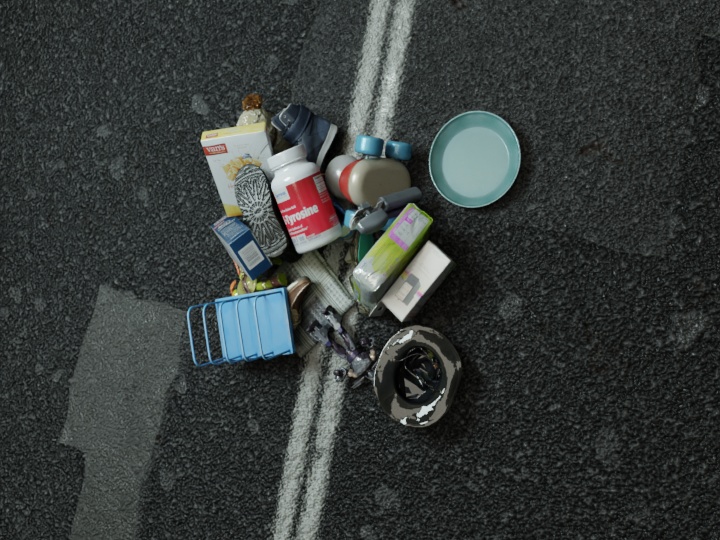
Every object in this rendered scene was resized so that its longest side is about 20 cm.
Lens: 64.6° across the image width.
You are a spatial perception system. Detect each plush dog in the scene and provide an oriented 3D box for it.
[{"bbox_3d":[-0.226,-0.302,1.313,0.154,0.171,0.209,3,86,18],"label":"plush dog"}]

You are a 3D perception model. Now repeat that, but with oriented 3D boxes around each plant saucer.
[{"bbox_3d":[0.244,-0.235,1.220,0.192,0.036,0.209,-2,85,18],"label":"plant saucer"}]

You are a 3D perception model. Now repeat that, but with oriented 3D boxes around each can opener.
[{"bbox_3d":[0.060,-0.115,1.161,0.067,0.196,0.054,49,140,24],"label":"can opener"}]

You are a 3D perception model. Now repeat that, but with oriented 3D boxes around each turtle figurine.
[{"bbox_3d":[-0.251,0.024,1.326,0.158,0.064,0.205,-31,55,23],"label":"turtle figurine"}]

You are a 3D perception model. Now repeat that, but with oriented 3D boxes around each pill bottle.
[{"bbox_3d":[-0.120,-0.150,1.191,0.109,0.112,0.206,-19,100,15],"label":"pill bottle"}]

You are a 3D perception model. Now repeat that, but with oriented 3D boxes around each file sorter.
[{"bbox_3d":[-0.260,0.126,1.229,0.193,0.122,0.145,-9,89,26],"label":"file sorter"}]

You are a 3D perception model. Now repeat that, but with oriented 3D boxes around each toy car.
[{"bbox_3d":[-0.004,-0.201,1.262,0.197,0.173,0.192,22,108,46],"label":"toy car"}]

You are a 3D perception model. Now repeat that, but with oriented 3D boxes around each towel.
[{"bbox_3d":[-0.133,0.065,1.332,0.193,0.034,0.201,-45,76,13],"label":"towel"}]

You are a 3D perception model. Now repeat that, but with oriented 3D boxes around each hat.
[{"bbox_3d":[0.121,0.222,1.204,0.192,0.081,0.209,-2,81,11],"label":"hat"}]

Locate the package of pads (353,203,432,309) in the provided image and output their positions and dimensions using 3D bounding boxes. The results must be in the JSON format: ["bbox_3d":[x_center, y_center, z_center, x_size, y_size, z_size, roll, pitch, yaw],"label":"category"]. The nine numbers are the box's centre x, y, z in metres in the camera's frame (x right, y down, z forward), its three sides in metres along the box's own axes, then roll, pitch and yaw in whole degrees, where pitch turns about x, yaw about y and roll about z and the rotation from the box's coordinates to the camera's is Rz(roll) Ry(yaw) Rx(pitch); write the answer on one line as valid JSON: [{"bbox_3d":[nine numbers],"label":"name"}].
[{"bbox_3d":[0.065,-0.025,1.169,0.068,0.155,0.201,37,76,12],"label":"package of pads"}]

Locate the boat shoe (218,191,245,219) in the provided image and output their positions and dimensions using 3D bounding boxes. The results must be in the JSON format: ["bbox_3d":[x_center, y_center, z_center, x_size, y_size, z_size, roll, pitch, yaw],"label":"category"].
[{"bbox_3d":[-0.256,-0.159,1.367,0.192,0.075,0.064,7,76,10],"label":"boat shoe"}]

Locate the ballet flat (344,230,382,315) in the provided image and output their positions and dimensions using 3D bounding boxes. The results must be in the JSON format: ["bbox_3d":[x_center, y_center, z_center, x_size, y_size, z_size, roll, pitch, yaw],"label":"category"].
[{"bbox_3d":[0.000,0.000,1.275,0.074,0.067,0.208,-14,82,37],"label":"ballet flat"}]

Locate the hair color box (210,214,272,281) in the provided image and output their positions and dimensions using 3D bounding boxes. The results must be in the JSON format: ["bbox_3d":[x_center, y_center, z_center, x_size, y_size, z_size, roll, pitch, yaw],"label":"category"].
[{"bbox_3d":[-0.272,-0.059,1.288,0.060,0.199,0.102,-36,118,-13],"label":"hair color box"}]

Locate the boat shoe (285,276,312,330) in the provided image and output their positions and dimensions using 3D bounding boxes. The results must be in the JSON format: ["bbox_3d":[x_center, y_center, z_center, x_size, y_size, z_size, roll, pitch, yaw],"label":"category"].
[{"bbox_3d":[-0.163,0.101,1.290,0.072,0.075,0.202,41,111,12],"label":"boat shoe"}]

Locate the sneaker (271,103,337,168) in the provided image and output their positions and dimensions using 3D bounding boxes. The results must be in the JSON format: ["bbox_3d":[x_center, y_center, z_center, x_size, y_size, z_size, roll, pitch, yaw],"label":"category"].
[{"bbox_3d":[-0.149,-0.267,1.264,0.076,0.144,0.209,0,65,58],"label":"sneaker"}]

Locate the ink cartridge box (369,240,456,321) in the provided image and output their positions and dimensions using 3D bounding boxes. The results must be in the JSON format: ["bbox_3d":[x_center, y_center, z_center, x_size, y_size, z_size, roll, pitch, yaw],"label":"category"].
[{"bbox_3d":[0.112,0.041,1.200,0.067,0.117,0.202,41,99,14],"label":"ink cartridge box"}]

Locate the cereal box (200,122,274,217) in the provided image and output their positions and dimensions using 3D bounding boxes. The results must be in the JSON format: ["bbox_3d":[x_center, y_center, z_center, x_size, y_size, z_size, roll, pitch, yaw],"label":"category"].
[{"bbox_3d":[-0.251,-0.216,1.245,0.138,0.204,0.040,-9,44,3],"label":"cereal box"}]

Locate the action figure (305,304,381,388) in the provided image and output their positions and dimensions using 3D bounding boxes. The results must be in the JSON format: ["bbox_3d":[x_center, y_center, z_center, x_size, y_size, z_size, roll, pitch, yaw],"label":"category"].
[{"bbox_3d":[-0.028,0.177,1.253,0.200,0.069,0.130,45,94,2],"label":"action figure"}]

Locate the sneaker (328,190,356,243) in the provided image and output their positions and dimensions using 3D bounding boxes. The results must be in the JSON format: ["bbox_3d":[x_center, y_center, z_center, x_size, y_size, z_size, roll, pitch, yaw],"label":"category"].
[{"bbox_3d":[-0.084,-0.143,1.300,0.198,0.082,0.075,36,98,19],"label":"sneaker"}]

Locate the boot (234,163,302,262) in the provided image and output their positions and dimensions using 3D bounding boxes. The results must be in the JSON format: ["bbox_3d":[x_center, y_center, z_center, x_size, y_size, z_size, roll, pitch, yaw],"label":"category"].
[{"bbox_3d":[-0.199,-0.119,1.253,0.077,0.158,0.218,-20,87,8],"label":"boot"}]
